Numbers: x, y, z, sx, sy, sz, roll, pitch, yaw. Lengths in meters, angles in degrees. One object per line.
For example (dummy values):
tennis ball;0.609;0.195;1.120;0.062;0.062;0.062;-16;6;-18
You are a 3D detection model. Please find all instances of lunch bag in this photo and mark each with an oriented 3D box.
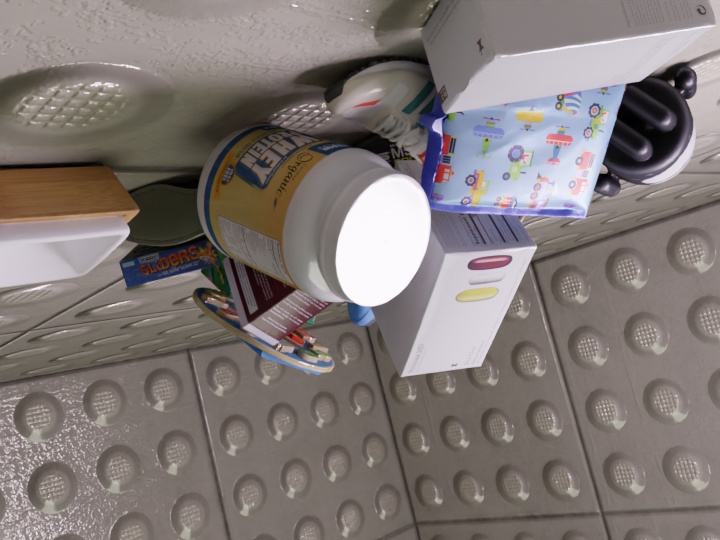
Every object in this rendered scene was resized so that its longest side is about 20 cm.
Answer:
lunch bag;0.140;-0.132;0.747;0.200;0.151;0.094;-4;-154;-35

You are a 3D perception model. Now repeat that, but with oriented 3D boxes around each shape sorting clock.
shape sorting clock;-0.120;0.072;0.991;0.039;0.200;0.200;-58;169;1

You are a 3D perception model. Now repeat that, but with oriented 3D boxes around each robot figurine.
robot figurine;0.361;-0.173;0.995;0.150;0.125;0.200;-14;173;25

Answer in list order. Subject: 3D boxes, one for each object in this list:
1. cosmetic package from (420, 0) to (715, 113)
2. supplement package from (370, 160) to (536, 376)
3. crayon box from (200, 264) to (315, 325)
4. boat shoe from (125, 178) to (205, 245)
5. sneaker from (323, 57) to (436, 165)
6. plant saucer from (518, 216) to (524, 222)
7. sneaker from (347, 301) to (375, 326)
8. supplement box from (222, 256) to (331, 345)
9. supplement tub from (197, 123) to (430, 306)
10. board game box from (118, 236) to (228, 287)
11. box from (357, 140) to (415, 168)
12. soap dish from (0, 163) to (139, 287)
cosmetic package;0.163;-0.196;0.634;0.199;0.081;0.113;-11;172;-17
supplement package;0.092;-0.003;0.907;0.111;0.156;0.200;-5;136;-20
crayon box;-0.137;0.010;1.064;0.119;0.058;0.200;21;-179;-23
boat shoe;-0.189;-0.071;0.919;0.201;0.072;0.061;-9;-177;9
sneaker;0.056;-0.144;0.757;0.199;0.094;0.070;-7;170;-44
plant saucer;0.182;-0.092;1.156;0.029;0.200;0.200;29;154;-19
sneaker;0.000;0.000;1.036;0.078;0.066;0.200;-13;139;-31
supplement box;-0.052;-0.019;0.875;0.200;0.109;0.061;-36;140;15
supplement tub;-0.047;-0.055;0.753;0.200;0.145;0.144;22;-160;40
board game box;-0.219;-0.035;1.012;0.135;0.035;0.200;-14;-166;0
box;0.062;-0.114;0.998;0.160;0.044;0.200;-13;166;-2
soap dish;-0.339;-0.044;0.810;0.157;0.081;0.200;-9;171;-36
